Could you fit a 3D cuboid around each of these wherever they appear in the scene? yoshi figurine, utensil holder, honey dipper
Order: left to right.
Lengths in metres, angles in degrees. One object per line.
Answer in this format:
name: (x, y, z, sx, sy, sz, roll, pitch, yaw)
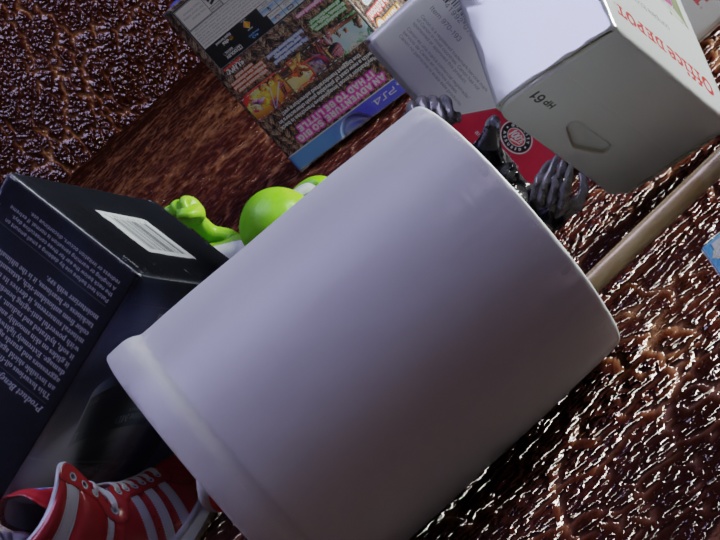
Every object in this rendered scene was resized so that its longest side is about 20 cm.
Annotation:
yoshi figurine: (-0.103, -0.008, 1.654, 0.200, 0.112, 0.112, -37, 30, 13)
utensil holder: (0.004, 0.042, 1.033, 0.200, 0.170, 0.170, -41, 13, -4)
honey dipper: (0.179, -0.046, 1.092, 0.200, 0.038, 0.038, -44, 13, 6)

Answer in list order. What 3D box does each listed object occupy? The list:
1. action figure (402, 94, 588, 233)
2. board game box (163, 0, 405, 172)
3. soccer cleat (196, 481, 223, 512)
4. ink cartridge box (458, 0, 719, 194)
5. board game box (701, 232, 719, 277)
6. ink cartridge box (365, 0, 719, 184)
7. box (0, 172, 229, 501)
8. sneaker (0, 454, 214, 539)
action figure: (0.072, -0.042, 1.218, 0.200, 0.118, 0.102, -76, 3, -56)
board game box: (-0.053, -0.226, 1.955, 0.159, 0.200, 0.097, -34, 15, 30)
soccer cleat: (-0.078, 0.086, 1.283, 0.085, 0.069, 0.200, 9, 28, 12)
ink cartridge box: (0.118, -0.162, 1.191, 0.084, 0.144, 0.201, -31, 56, 25)
board game box: (0.220, -0.013, 0.863, 0.134, 0.034, 0.200, -40, 14, 10)
ink cartridge box: (0.124, -0.162, 1.354, 0.200, 0.145, 0.083, -42, 3, 2)
box: (-0.186, 0.060, 1.360, 0.199, 0.123, 0.200, -57, -21, 10)
sneaker: (-0.159, 0.147, 1.286, 0.071, 0.113, 0.200, -35, 15, 26)
